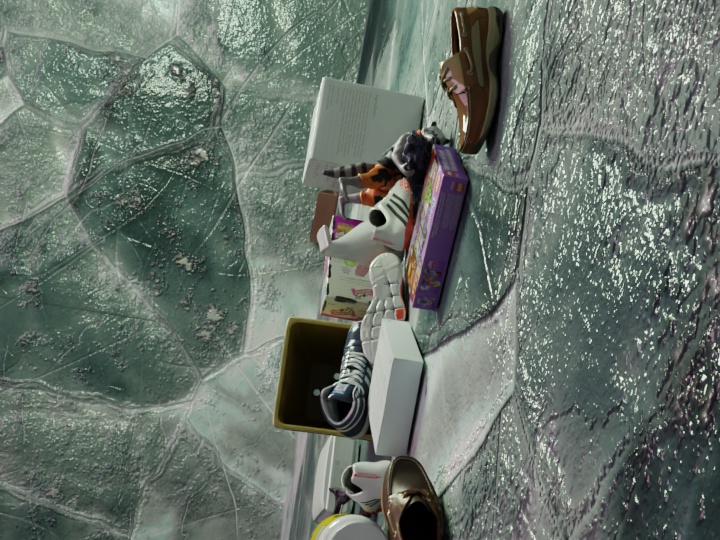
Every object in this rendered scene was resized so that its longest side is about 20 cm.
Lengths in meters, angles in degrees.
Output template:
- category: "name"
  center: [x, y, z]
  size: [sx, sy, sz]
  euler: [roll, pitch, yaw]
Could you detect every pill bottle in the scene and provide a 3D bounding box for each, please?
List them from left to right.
- category: "pill bottle"
  center: [-0.016, 0.427, 1.465]
  size: [0.200, 0.113, 0.116]
  euler: [124, 154, -74]

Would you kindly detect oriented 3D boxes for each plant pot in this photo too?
- category: "plant pot"
  center: [-0.048, 0.211, 1.776]
  size: [0.200, 0.191, 0.198]
  euler: [94, -177, -75]

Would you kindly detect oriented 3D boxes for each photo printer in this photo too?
- category: "photo printer"
  center: [-0.054, 0.437, 2.002]
  size: [0.200, 0.068, 0.169]
  euler: [113, 164, -66]

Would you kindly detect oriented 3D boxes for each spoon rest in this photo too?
- category: "spoon rest"
  center: [0.000, -0.048, 1.703]
  size: [0.060, 0.198, 0.101]
  euler: [-30, 66, 44]

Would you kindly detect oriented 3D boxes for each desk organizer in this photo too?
- category: "desk organizer"
  center: [-0.138, -0.204, 3.654]
  size: [0.072, 0.076, 0.203]
  euler: [-100, 20, -71]

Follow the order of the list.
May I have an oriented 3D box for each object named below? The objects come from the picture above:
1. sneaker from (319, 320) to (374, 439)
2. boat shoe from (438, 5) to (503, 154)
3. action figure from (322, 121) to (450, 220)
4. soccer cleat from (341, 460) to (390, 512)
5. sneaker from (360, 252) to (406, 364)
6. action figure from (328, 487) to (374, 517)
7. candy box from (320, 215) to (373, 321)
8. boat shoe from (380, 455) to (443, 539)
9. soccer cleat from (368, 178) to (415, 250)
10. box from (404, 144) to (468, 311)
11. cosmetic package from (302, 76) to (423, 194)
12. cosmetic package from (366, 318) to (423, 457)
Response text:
- category: "sneaker"
  center: [-0.015, 0.175, 1.621]
  size: [0.108, 0.069, 0.203]
  euler: [38, -125, -64]
- category: "boat shoe"
  center: [0.134, -0.244, 1.228]
  size: [0.076, 0.073, 0.203]
  euler: [115, 163, -69]
- category: "action figure"
  center: [0.046, -0.166, 1.456]
  size: [0.105, 0.192, 0.201]
  euler: [55, 170, 23]
- category: "soccer cleat"
  center: [0.010, 0.317, 1.437]
  size: [0.200, 0.084, 0.070]
  euler: [116, 162, -69]
- category: "sneaker"
  center: [0.051, 0.074, 1.658]
  size: [0.082, 0.076, 0.203]
  euler: [59, -145, -59]
- category: "action figure"
  center: [-0.036, 0.474, 1.613]
  size: [0.102, 0.118, 0.202]
  euler: [-31, 39, 61]
- category: "candy box"
  center: [0.000, 0.000, 1.819]
  size: [0.061, 0.134, 0.202]
  euler: [110, 169, -49]
- category: "boat shoe"
  center: [0.065, 0.291, 1.124]
  size: [0.201, 0.069, 0.071]
  euler: [-101, 13, -49]
- category: "soccer cleat"
  center: [0.055, -0.106, 1.700]
  size: [0.201, 0.084, 0.069]
  euler: [-89, 10, -52]
- category: "box"
  center: [0.106, -0.063, 1.387]
  size: [0.137, 0.039, 0.203]
  euler: [-96, 17, -66]
- category: "cosmetic package"
  center: [0.002, -0.247, 1.858]
  size: [0.167, 0.197, 0.169]
  euler: [123, 157, -76]
- category: "cosmetic package"
  center: [0.051, 0.176, 1.495]
  size: [0.200, 0.051, 0.153]
  euler: [-103, 20, -75]
